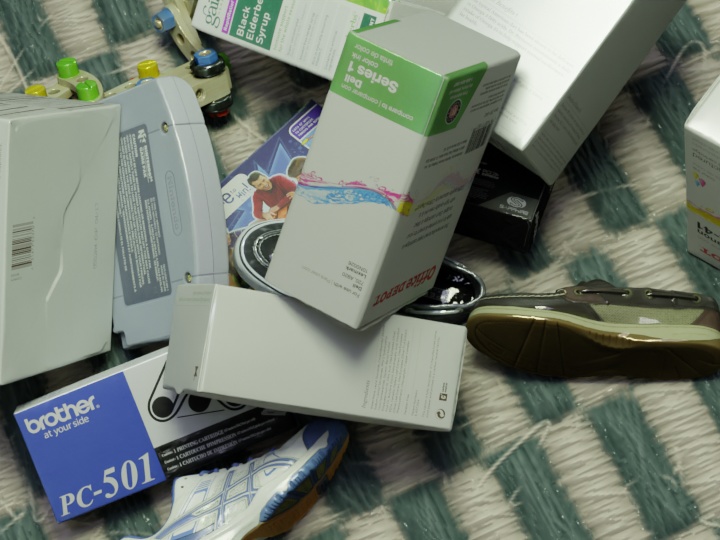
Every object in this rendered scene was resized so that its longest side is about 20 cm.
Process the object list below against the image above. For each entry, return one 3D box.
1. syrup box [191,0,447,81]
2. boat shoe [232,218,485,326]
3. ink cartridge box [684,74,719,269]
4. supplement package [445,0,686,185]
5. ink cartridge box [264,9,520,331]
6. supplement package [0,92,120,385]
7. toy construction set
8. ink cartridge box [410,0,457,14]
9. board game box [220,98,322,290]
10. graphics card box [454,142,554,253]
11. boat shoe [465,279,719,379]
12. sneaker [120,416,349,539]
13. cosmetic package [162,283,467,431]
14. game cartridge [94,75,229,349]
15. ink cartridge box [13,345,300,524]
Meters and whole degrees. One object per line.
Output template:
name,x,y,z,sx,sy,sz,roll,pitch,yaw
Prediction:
syrup box,-0.036,-0.203,1.753,0.200,0.081,0.079,25,101,35
boat shoe,0.000,0.000,1.683,0.200,0.068,0.072,17,74,-3
ink cartridge box,0.324,-0.056,1.621,0.148,0.200,0.086,31,71,22
supplement package,0.150,-0.187,1.653,0.117,0.117,0.200,37,91,20
ink cartridge box,0.023,-0.074,1.551,0.084,0.145,0.200,27,112,18
supplement package,-0.274,-0.029,1.662,0.111,0.156,0.200,8,101,25
toy construction set,-0.186,-0.160,1.825,0.200,0.092,0.131,-43,39,-23
ink cartridge box,0.117,-0.280,1.802,0.200,0.083,0.147,8,44,1
board game box,-0.061,-0.033,1.759,0.200,0.034,0.135,-43,64,-16
graphics card box,0.108,-0.116,1.751,0.125,0.051,0.200,16,54,9
boat shoe,0.181,0.041,1.667,0.200,0.073,0.065,8,52,-2
sneaker,-0.098,0.170,1.629,0.088,0.075,0.200,40,73,22
cosmetic package,-0.035,0.066,1.605,0.200,0.108,0.085,11,86,-21
game cartridge,-0.159,-0.045,1.692,0.133,0.042,0.200,-13,84,45
ink cartridge box,-0.156,0.113,1.665,0.200,0.044,0.094,-21,96,-4
